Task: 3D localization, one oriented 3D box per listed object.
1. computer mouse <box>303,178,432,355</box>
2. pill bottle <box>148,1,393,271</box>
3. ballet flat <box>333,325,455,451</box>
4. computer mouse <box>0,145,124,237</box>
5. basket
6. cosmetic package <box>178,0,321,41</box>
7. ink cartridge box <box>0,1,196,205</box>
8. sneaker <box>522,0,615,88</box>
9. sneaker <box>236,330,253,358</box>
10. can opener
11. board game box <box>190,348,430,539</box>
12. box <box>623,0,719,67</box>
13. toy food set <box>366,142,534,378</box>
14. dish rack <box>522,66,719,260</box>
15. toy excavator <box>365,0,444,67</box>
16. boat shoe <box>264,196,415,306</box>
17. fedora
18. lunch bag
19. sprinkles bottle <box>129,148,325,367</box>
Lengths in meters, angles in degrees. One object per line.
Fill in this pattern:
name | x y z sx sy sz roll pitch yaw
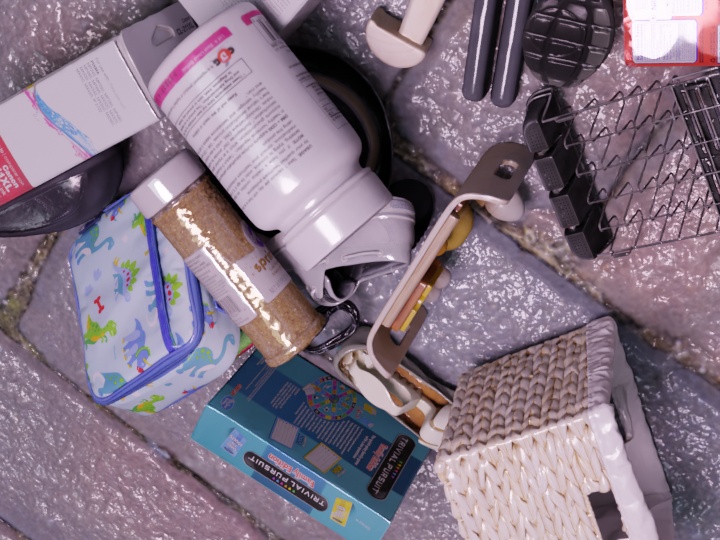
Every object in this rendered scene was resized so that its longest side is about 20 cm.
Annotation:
computer mouse | 0.000 0.000 1.268 0.058 0.034 0.201 38 108 13
pill bottle | -0.071 -0.106 1.117 0.113 0.113 0.201 -39 90 28
ballet flat | 0.055 0.133 1.306 0.199 0.064 0.068 38 118 2
computer mouse | -0.301 -0.059 1.318 0.198 0.139 0.053 -23 102 23
basket | 0.176 0.179 1.196 0.159 0.200 0.200 -17 106 17
cosmetic package | -0.075 -0.256 1.140 0.102 0.071 0.200 50 150 -5
ink cartridge box | -0.246 -0.153 1.252 0.198 0.146 0.083 -23 103 26
sneaker | 0.180 -0.240 1.112 0.074 0.080 0.202 14 135 8
sneaker | -0.157 0.059 1.355 0.199 0.077 0.084 -36 85 20
can opener | 0.117 -0.231 1.136 0.053 0.067 0.203 14 114 15
board game box | -0.042 0.162 1.302 0.199 0.151 0.047 32 119 5
box | 0.254 -0.265 1.057 0.098 0.096 0.203 1 112 18
toy food set | 0.083 -0.010 1.194 0.060 0.144 0.201 32 118 3
dish rack | 0.239 -0.090 1.130 0.198 0.055 0.155 -12 116 33
toy excavator | 0.043 -0.291 1.131 0.193 0.100 0.201 -31 107 28
boat shoe | -0.023 -0.005 1.228 0.199 0.072 0.069 -20 65 40
fedora | -0.073 -0.106 1.228 0.198 0.091 0.203 6 107 22
lunch bag | -0.192 0.019 1.286 0.160 0.082 0.202 -28 58 29
sprinkles bottle | -0.116 -0.010 1.207 0.068 0.068 0.201 -34 100 27
